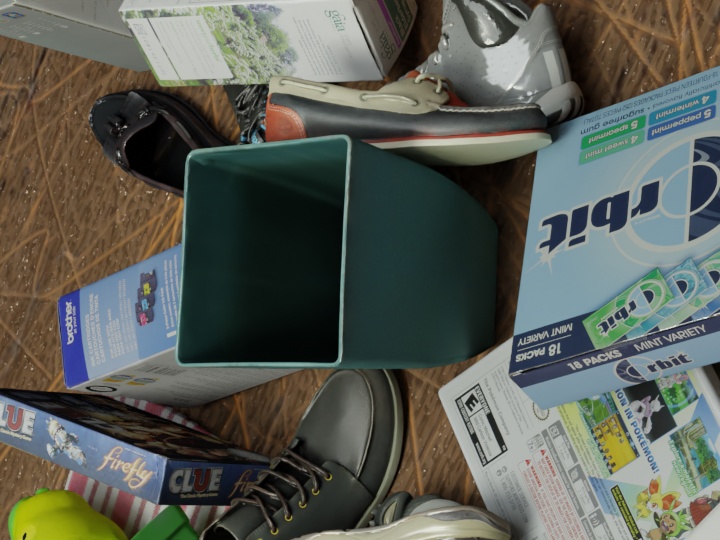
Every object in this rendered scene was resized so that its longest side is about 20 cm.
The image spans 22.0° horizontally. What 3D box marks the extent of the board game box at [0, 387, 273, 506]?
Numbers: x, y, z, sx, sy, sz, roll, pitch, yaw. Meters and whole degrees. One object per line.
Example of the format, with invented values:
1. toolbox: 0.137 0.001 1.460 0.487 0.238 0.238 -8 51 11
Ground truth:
1. board game box: -0.172 0.129 1.364 0.199 0.135 0.035 15 93 36

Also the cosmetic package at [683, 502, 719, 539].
1. cosmetic package: 0.286 0.176 0.994 0.200 0.165 0.165 -52 57 21

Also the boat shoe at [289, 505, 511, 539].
1. boat shoe: 0.006 0.206 1.194 0.199 0.074 0.074 -19 62 29

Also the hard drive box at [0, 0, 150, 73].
1. hard drive box: -0.218 -0.253 1.447 0.077 0.200 0.157 -8 78 39

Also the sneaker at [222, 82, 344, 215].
1. sneaker: -0.058 -0.111 1.372 0.073 0.082 0.200 -52 54 24

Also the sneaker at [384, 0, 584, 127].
1. sneaker: 0.055 -0.142 1.278 0.199 0.075 0.116 -10 94 28

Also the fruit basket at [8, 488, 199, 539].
1. fruit basket: -0.205 0.253 1.376 0.215 0.155 0.217 11 115 23

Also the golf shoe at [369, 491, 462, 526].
1. golf shoe: 0.043 0.252 1.241 0.094 0.078 0.201 4 87 39

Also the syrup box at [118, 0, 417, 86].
1. syrup box: -0.067 -0.191 1.354 0.199 0.079 0.082 1 49 28

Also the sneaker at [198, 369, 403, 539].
1. sneaker: -0.042 0.152 1.304 0.075 0.106 0.201 26 100 39

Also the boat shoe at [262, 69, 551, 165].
1. boat shoe: 0.028 -0.101 1.218 0.199 0.071 0.063 -1 80 21

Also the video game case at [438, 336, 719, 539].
1. video game case: 0.153 0.116 1.169 0.182 0.022 0.201 -38 61 29

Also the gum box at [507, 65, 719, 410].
1. gum box: 0.181 -0.026 1.127 0.169 0.045 0.201 -19 43 33

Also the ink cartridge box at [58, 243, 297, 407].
1. ink cartridge box: -0.127 0.044 1.360 0.200 0.136 0.077 -23 66 34

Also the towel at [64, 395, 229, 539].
1. towel: -0.154 0.183 1.446 0.200 0.030 0.147 24 99 36

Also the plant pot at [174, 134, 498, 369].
1. plant pot: 0.000 0.000 1.232 0.141 0.200 0.142 -3 82 40

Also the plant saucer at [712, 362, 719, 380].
1. plant saucer: 0.191 0.086 1.174 0.199 0.029 0.201 -6 81 39

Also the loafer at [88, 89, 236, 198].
1. loafer: -0.156 -0.099 1.463 0.200 0.063 0.072 31 103 38
